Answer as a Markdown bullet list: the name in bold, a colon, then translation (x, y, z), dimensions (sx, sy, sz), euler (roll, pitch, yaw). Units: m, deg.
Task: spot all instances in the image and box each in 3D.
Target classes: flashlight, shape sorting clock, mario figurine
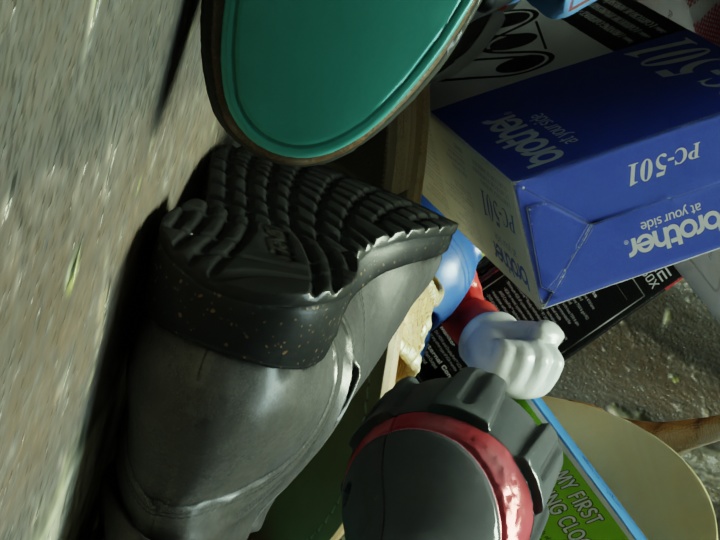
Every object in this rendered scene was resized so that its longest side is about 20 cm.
- **flashlight**: translation (0.002, 0.099, 0.751), dimensions (0.200, 0.067, 0.068), euler (-50, 159, -58)
- **shape sorting clock**: translation (0.029, 0.106, 0.946), dimensions (0.200, 0.199, 0.039), euler (-72, 152, -53)
- **mario figurine**: translation (0.027, -0.025, 0.987), dimensions (0.200, 0.106, 0.124), euler (-61, 146, -43)

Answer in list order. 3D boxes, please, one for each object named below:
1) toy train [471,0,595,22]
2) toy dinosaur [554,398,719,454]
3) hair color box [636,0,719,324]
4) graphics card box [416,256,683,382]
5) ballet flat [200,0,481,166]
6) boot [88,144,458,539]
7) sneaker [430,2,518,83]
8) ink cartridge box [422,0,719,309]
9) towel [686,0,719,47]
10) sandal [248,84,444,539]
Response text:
- **toy train**: translation (0.069, -0.131, 0.743), dimensions (0.200, 0.087, 0.115), euler (-32, 148, -31)
- **toy dinosaur**: translation (0.080, 0.071, 1.042), dimensions (0.200, 0.061, 0.106), euler (-3, -143, 50)
- **hair color box**: translation (0.135, -0.062, 0.976), dimensions (0.200, 0.060, 0.099), euler (-122, -147, -50)
- **graphics card box**: translation (0.042, 0.031, 1.107), dimensions (0.200, 0.051, 0.125), euler (-36, -176, 4)
- **ballet flat**: translation (0.014, -0.122, 0.625), dimensions (0.068, 0.068, 0.201), euler (-121, -129, -74)
- **boot**: translation (-0.035, 0.042, 0.723), dimensions (0.200, 0.070, 0.132), euler (-29, 138, -72)
- **sneaker**: translation (0.014, -0.142, 0.804), dimensions (0.082, 0.077, 0.201), euler (-30, 142, -47)
- **ink cartridge box**: translation (0.067, -0.049, 0.865), dimensions (0.200, 0.094, 0.044), euler (-130, -157, -68)
- **towel**: translation (0.150, -0.124, 0.841), dimensions (0.146, 0.030, 0.201), euler (134, -47, -57)
- **sandal**: translation (0.004, 0.003, 0.873), dimensions (0.069, 0.077, 0.213), euler (-21, 131, -43)
